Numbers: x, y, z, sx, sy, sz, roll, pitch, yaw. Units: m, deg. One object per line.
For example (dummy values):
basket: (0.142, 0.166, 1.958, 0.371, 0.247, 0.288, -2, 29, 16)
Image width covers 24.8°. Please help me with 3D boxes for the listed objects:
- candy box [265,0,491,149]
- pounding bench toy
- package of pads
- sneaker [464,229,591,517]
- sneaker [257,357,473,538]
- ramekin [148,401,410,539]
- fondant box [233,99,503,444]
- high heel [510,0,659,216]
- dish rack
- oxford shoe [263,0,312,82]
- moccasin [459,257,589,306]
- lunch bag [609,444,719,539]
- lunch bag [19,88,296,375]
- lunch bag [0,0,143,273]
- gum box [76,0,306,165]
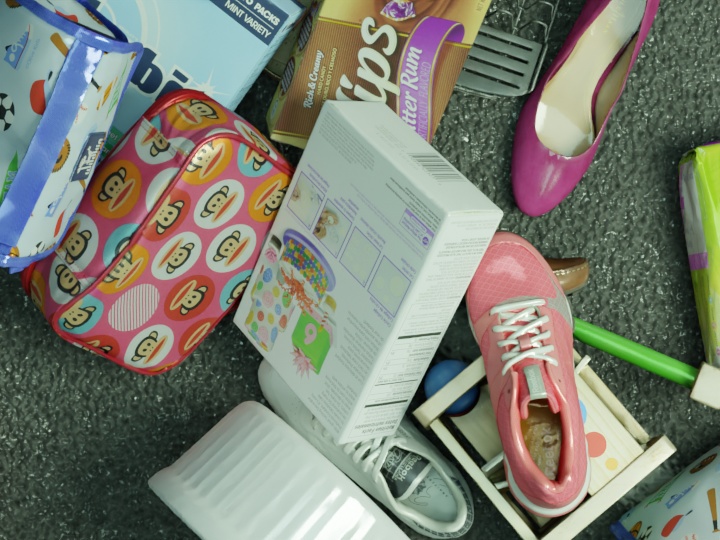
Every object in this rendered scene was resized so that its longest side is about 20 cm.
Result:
candy box: (0.019, -0.174, 1.200, 0.116, 0.056, 0.201, 19, 107, -14)
pounding bench toy: (0.155, 0.089, 1.207, 0.200, 0.124, 0.156, -40, 82, -2)
package of pads: (0.328, -0.007, 1.247, 0.154, 0.068, 0.201, -10, 88, -2)
sneaker: (0.119, 0.065, 1.105, 0.073, 0.087, 0.201, -13, 82, 2)
sneaker: (0.007, 0.125, 1.233, 0.200, 0.081, 0.076, 38, 90, 1)
ramekin: (-0.048, 0.185, 1.176, 0.200, 0.200, 0.098, 42, 81, 0)
fondant box: (0.000, 0.000, 1.164, 0.144, 0.058, 0.200, 46, 123, 34)
high heel: (0.165, -0.137, 1.232, 0.067, 0.096, 0.201, 20, 88, 0)
dish rack: (0.094, -0.238, 1.252, 0.153, 0.055, 0.201, 18, 85, 0)
oxford shoe: (-0.068, -0.195, 1.240, 0.200, 0.075, 0.071, 34, 86, -1)
moccasin: (0.074, -0.015, 1.245, 0.201, 0.074, 0.078, 8, 97, 9)
lunch bag: (0.289, 0.193, 1.169, 0.170, 0.200, 0.124, -38, 89, -2)
lunch bag: (-0.130, -0.020, 1.197, 0.200, 0.176, 0.082, -49, 54, 6)
lunch bag: (-0.232, -0.106, 1.103, 0.124, 0.200, 0.170, 21, 100, -30)
gum box: (-0.166, -0.166, 1.217, 0.170, 0.045, 0.200, 39, 112, 0)
